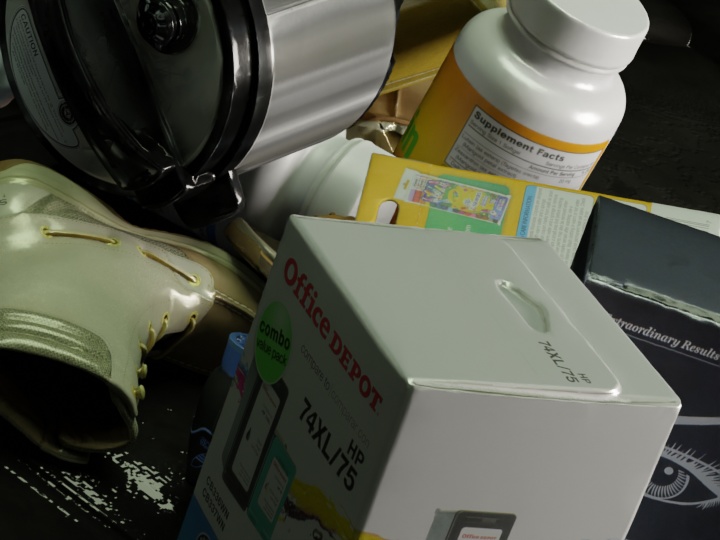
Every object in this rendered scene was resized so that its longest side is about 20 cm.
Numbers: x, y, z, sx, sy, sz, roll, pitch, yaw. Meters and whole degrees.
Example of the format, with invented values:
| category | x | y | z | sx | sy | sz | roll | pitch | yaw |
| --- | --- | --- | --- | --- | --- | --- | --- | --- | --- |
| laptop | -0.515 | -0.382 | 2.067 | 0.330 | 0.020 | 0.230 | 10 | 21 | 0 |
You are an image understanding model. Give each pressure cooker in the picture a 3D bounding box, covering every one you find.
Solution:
| category | x | y | z | sx | sy | sz | roll | pitch | yaw |
| --- | --- | --- | --- | --- | --- | --- | --- | --- | --- |
| pressure cooker | -0.095 | -0.134 | 1.520 | 0.175 | 0.179 | 0.200 | 32 | 32 | 23 |

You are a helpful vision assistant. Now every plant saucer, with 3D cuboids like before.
| category | x | y | z | sx | sy | sz | roll | pitch | yaw |
| --- | --- | --- | --- | --- | --- | --- | --- | --- | --- |
| plant saucer | 0.015 | -0.155 | 1.766 | 0.199 | 0.049 | 0.200 | -17 | -14 | 14 |

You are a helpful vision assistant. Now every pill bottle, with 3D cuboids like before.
| category | x | y | z | sx | sy | sz | roll | pitch | yaw |
| --- | --- | --- | --- | --- | --- | --- | --- | --- | --- |
| pill bottle | -0.078 | -0.074 | 1.689 | 0.199 | 0.113 | 0.112 | 28 | 26 | 16 |
| pill bottle | 0.091 | -0.087 | 1.721 | 0.110 | 0.201 | 0.111 | 21 | 31 | -14 |

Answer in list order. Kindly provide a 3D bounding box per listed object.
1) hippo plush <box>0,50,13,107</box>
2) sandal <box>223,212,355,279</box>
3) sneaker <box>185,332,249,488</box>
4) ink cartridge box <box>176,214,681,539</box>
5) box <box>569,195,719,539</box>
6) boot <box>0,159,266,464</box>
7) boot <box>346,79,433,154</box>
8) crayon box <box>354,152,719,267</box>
| category | x | y | z | sx | sy | sz | roll | pitch | yaw |
| --- | --- | --- | --- | --- | --- | --- | --- | --- | --- |
| hippo plush | -0.238 | -0.095 | 1.539 | 0.158 | 0.201 | 0.161 | -20 | 48 | -13 |
| sandal | 0.000 | 0.000 | 1.596 | 0.199 | 0.054 | 0.080 | 21 | 12 | -43 |
| sneaker | -0.038 | 0.080 | 1.474 | 0.070 | 0.078 | 0.200 | 27 | 4 | 20 |
| ink cartridge box | 0.025 | 0.099 | 1.313 | 0.145 | 0.201 | 0.147 | 5 | 28 | -29 |
| box | 0.152 | 0.087 | 1.433 | 0.147 | 0.201 | 0.104 | 20 | 25 | -1 |
| boot | -0.118 | 0.041 | 1.475 | 0.199 | 0.072 | 0.155 | 29 | 30 | -26 |
| boot | -0.007 | -0.134 | 1.923 | 0.174 | 0.066 | 0.200 | 12 | 29 | -4 |
| crayon box | 0.091 | 0.012 | 1.548 | 0.199 | 0.052 | 0.126 | 11 | 47 | 4 |
